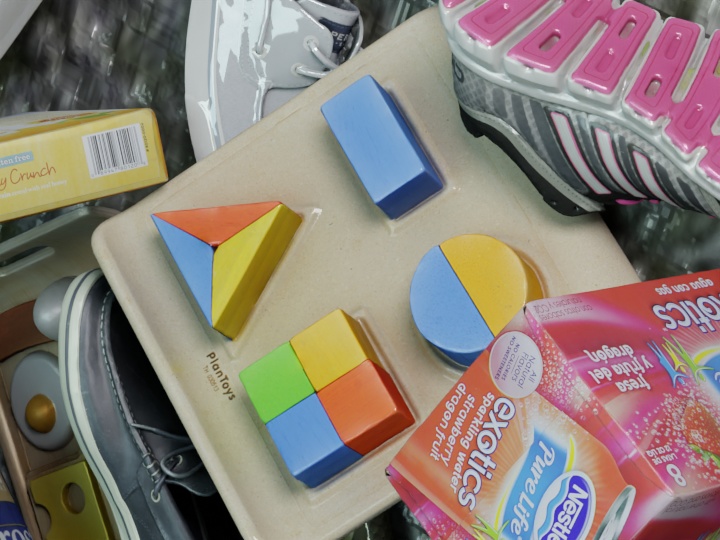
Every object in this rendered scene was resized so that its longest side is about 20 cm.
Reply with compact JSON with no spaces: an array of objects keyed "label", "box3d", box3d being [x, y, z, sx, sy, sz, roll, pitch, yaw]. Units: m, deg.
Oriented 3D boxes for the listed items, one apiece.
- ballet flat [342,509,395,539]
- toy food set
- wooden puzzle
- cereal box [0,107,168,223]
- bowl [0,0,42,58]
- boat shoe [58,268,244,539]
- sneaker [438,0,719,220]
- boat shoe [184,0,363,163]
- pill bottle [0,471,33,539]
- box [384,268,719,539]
[{"label":"ballet flat","box3d":[-0.015,0.123,1.251,0.067,0.046,0.200,-24,82,37]},{"label":"toy food set","box3d":[-0.147,0.082,1.339,0.143,0.060,0.200,-22,83,38]},{"label":"wooden puzzle","box3d":[0.000,0.000,1.150,0.200,0.046,0.185,-32,66,4]},{"label":"cereal box","box3d":[-0.189,-0.043,1.251,0.200,0.144,0.040,-175,71,-68]},{"label":"bowl","box3d":[-0.193,-0.161,1.285,0.200,0.075,0.200,-50,24,27]},{"label":"boat shoe","box3d":[-0.085,0.092,1.246,0.062,0.075,0.200,-17,91,28]},{"label":"sneaker","box3d":[0.120,-0.055,1.105,0.200,0.074,0.088,27,149,13]},{"label":"boat shoe","box3d":[-0.031,-0.115,1.221,0.068,0.072,0.200,5,91,37]},{"label":"pill bottle","box3d":[-0.215,0.146,1.315,0.112,0.112,0.200,-37,73,35]},{"label":"box","box3d":[0.120,0.068,1.040,0.096,0.200,0.100,53,124,22]}]
